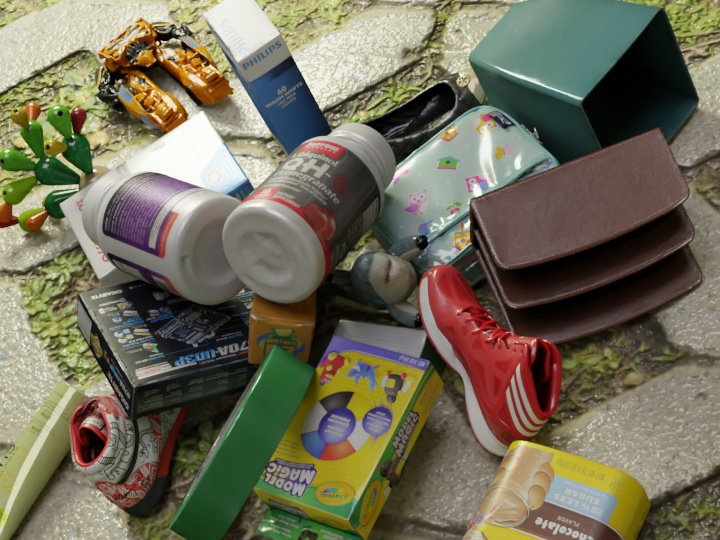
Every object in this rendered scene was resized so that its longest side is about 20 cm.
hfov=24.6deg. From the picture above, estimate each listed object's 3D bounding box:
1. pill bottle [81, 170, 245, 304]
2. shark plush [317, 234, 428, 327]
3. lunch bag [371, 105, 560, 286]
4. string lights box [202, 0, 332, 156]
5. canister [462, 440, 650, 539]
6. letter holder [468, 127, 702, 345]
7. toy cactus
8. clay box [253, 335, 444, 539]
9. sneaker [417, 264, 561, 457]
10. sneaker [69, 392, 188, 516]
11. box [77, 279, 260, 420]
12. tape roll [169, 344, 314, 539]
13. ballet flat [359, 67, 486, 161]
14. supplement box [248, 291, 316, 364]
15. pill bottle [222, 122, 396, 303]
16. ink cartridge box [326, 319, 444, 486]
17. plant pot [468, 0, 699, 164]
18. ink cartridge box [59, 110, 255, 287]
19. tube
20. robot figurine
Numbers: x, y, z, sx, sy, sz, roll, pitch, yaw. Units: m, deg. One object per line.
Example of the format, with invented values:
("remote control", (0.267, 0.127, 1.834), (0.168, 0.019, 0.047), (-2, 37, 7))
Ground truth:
("pill bottle", (-0.202, -0.041, 1.705), (0.199, 0.112, 0.112), (20, 64, 47))
("shark plush", (0.000, 0.000, 1.678), (0.200, 0.083, 0.092), (-164, 81, -66))
("lunch bag", (0.115, -0.072, 1.726), (0.199, 0.077, 0.160), (-38, 48, -5))
("string lights box", (-0.096, -0.205, 1.841), (0.059, 0.200, 0.103), (-33, 49, -3))
("canister", (0.153, 0.261, 1.452), (0.148, 0.087, 0.201), (14, 60, 31))
("letter holder", (0.221, -0.024, 1.591), (0.198, 0.101, 0.143), (-21, 68, -4))
("toy cactus", (-0.343, -0.112, 1.935), (0.164, 0.201, 0.103), (15, 33, -14))
("clay box", (-0.017, 0.165, 1.545), (0.114, 0.048, 0.201), (12, 61, 32))
("sneaker", (0.133, 0.064, 1.564), (0.116, 0.078, 0.201), (-44, 64, 44))
("sneaker", (-0.236, 0.139, 1.697), (0.067, 0.108, 0.203), (-14, 50, 29))
("box", (-0.174, 0.065, 1.713), (0.198, 0.046, 0.159), (-13, 43, -26))
("tape roll", (-0.113, 0.168, 1.575), (0.048, 0.201, 0.201), (29, 65, -3))
("ballet flat", (0.057, -0.167, 1.838), (0.199, 0.057, 0.067), (-32, 49, -1))
("supplement box", (-0.078, 0.013, 1.710), (0.066, 0.069, 0.201), (8, 35, -4))
("pill bottle", (-0.043, -0.065, 1.648), (0.110, 0.112, 0.200), (7, 36, 28))
("ink cartridge box", (-0.001, 0.150, 1.621), (0.103, 0.059, 0.201), (7, 58, 27))
("plant pot", (0.223, -0.201, 1.744), (0.141, 0.142, 0.199), (-48, 44, -16))
("ink cartridge box", (-0.219, -0.064, 1.866), (0.199, 0.084, 0.145), (-33, 49, -2))
("tube", (-0.353, 0.211, 1.743), (0.201, 0.052, 0.058), (-56, 13, -15))
("robot figurine", (-0.248, -0.244, 2.032), (0.145, 0.058, 0.200), (-41, 50, -11))
